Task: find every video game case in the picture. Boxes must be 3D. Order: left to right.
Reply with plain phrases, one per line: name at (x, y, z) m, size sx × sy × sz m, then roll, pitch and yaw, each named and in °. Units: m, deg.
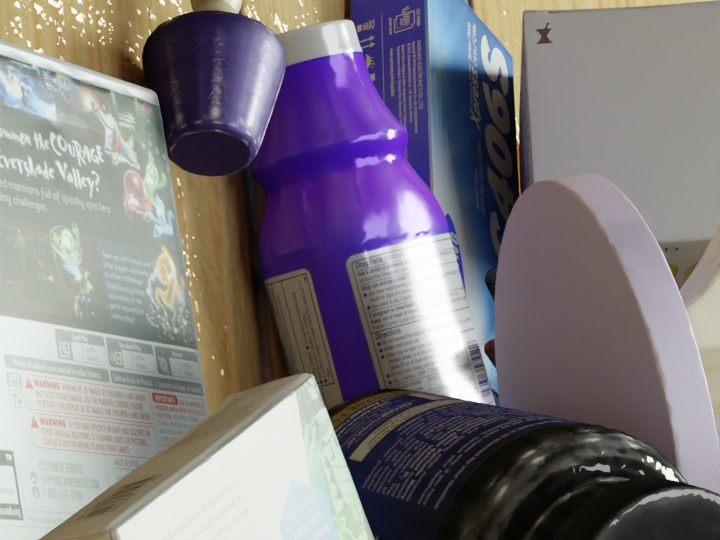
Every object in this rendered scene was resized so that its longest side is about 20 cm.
video game case at (-0.114, 0.010, 0.895) m, size 0.200 × 0.023 × 0.182 m, roll 14°, pitch 63°, yaw -62°

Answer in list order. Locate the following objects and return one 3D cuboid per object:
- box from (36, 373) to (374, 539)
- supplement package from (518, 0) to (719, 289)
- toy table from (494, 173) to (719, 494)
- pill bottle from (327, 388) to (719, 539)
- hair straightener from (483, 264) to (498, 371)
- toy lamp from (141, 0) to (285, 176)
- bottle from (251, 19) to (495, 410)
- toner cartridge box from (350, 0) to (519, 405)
box at (-0.019, 0.144, 0.764) m, size 0.144 × 0.036 × 0.200 m, roll -36°, pitch 109°, yaw -64°
supplement package at (0.131, -0.048, 1.249) m, size 0.200 × 0.114 × 0.110 m, roll 66°, pitch 21°, yaw -80°
toy table at (0.136, 0.058, 1.026) m, size 0.117 × 0.184 × 0.200 m, roll -9°, pitch 102°, yaw -25°
pill bottle at (0.055, 0.105, 0.947) m, size 0.112 × 0.200 × 0.112 m, roll -2°, pitch 94°, yaw -28°
hair straightener at (0.101, 0.045, 1.175) m, size 0.200 × 0.041 × 0.077 m, roll 48°, pitch 36°, yaw -52°
toy lamp at (-0.057, -0.129, 1.058) m, size 0.058 × 0.058 × 0.200 m, roll 43°, pitch 37°, yaw -49°
bottle at (0.000, 0.000, 1.086) m, size 0.083 × 0.065 × 0.200 m, roll -14°, pitch 87°, yaw -51°
toner cartridge box at (0.036, -0.032, 1.213) m, size 0.095 × 0.043 × 0.200 m, roll 40°, pitch 41°, yaw -50°
